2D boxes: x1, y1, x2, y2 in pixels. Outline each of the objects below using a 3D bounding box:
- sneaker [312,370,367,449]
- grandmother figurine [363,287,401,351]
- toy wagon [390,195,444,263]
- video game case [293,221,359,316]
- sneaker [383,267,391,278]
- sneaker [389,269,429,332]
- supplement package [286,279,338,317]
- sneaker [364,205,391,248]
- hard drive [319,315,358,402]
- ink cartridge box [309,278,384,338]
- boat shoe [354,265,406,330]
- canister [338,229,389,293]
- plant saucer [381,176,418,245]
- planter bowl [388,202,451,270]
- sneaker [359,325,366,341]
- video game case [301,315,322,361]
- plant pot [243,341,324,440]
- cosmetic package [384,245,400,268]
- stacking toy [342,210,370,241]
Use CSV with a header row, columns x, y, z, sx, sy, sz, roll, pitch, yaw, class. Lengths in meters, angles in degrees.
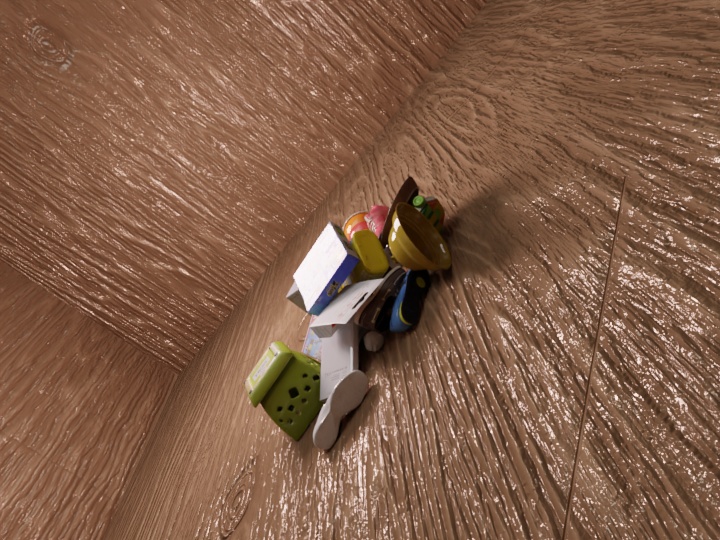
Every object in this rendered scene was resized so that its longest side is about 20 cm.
x,y,z,sx,sy,sz,roll,pitch,yaw,class
-0.058,0.321,1.361,0.201,0.075,0.088,-57,12,-6,sneaker
0.056,0.122,1.487,0.121,0.061,0.201,-18,37,39,grandmother figurine
0.154,-0.098,1.527,0.039,0.155,0.201,27,79,38,toy wagon
-0.097,-0.006,1.563,0.201,0.045,0.182,-54,33,18,video game case
0.031,0.012,1.779,0.104,0.060,0.199,-51,19,-11,sneaker
0.116,0.067,1.420,0.078,0.066,0.201,-40,20,47,sneaker
-0.106,0.082,1.759,0.117,0.199,0.118,-31,26,53,supplement package
0.049,-0.129,1.660,0.201,0.086,0.074,-72,-2,-56,sneaker
-0.055,0.226,1.473,0.131,0.027,0.202,-28,52,42,hard drive
-0.026,0.096,1.435,0.160,0.047,0.199,-48,18,-27,ink cartridge box
0.064,0.070,1.447,0.200,0.059,0.072,-48,-26,-29,boat shoe
0.000,0.000,1.602,0.150,0.086,0.201,67,151,26,canister
0.113,-0.156,1.555,0.201,0.034,0.201,90,-154,-62,plant saucer
0.128,-0.063,1.402,0.083,0.200,0.201,-38,21,27,planter bowl
-0.041,0.188,1.588,0.073,0.071,0.201,-22,34,60,sneaker
-0.087,0.180,1.578,0.199,0.017,0.144,9,82,54,video game case
-0.206,0.316,1.583,0.201,0.181,0.199,-55,17,-7,plant pot
0.123,-0.109,1.743,0.113,0.081,0.201,-41,19,34,cosmetic package
0.020,-0.087,1.779,0.146,0.146,0.200,-47,21,17,stacking toy
